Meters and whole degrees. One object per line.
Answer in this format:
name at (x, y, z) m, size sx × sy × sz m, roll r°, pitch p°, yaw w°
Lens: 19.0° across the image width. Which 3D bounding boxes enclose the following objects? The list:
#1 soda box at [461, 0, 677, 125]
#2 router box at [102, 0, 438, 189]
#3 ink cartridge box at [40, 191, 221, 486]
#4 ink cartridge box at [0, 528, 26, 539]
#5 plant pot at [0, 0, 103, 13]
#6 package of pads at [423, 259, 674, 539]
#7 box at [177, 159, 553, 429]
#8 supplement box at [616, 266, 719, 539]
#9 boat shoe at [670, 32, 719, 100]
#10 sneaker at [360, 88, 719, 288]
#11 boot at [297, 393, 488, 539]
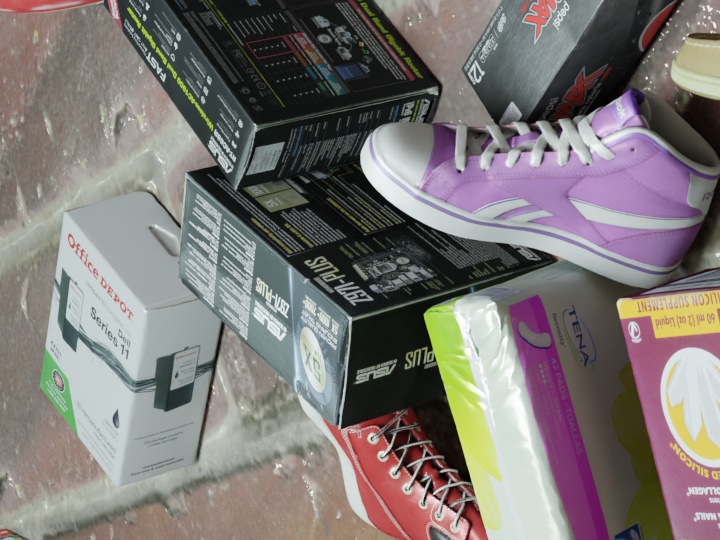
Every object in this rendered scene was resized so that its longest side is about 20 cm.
soda box at (0.134, -0.160, 1.229) m, size 0.063 × 0.071 × 0.200 m, roll 60°, pitch 145°, yaw 23°
router box at (-0.063, -0.154, 1.463) m, size 0.200 × 0.149 × 0.062 m, roll 54°, pitch 142°, yaw 30°
ink cartridge box at (-0.194, 0.057, 1.814) m, size 0.147 × 0.083 × 0.201 m, roll 46°, pitch 137°, yaw 36°
ink cartridge box at (-0.366, 0.330, 2.228) m, size 0.200 × 0.050 × 0.109 m, roll 11°, pitch 112°, yaw 56°
plant pot at (-0.224, -0.299, 1.614) m, size 0.200 × 0.200 × 0.183 m, roll 18°, pitch 126°, yaw 53°
package of pads at (0.131, 0.095, 1.267) m, size 0.068 × 0.154 × 0.201 m, roll -12°, pitch 95°, yaw 44°
box at (0.000, 0.000, 1.418) m, size 0.200 × 0.163 × 0.086 m, roll 40°, pitch 133°, yaw 42°
supplement box at (0.227, 0.098, 1.183) m, size 0.110 × 0.085 × 0.201 m, roll -9°, pitch 95°, yaw 57°
boat shoe at (0.242, -0.114, 1.088) m, size 0.200 × 0.073 × 0.063 m, roll 12°, pitch 106°, yaw 52°
sneaker at (0.107, -0.071, 1.227) m, size 0.073 × 0.200 × 0.114 m, roll -86°, pitch 14°, yaw -47°
boot at (0.035, 0.122, 1.475) m, size 0.144 × 0.072 × 0.200 m, roll 29°, pitch 148°, yaw 48°
